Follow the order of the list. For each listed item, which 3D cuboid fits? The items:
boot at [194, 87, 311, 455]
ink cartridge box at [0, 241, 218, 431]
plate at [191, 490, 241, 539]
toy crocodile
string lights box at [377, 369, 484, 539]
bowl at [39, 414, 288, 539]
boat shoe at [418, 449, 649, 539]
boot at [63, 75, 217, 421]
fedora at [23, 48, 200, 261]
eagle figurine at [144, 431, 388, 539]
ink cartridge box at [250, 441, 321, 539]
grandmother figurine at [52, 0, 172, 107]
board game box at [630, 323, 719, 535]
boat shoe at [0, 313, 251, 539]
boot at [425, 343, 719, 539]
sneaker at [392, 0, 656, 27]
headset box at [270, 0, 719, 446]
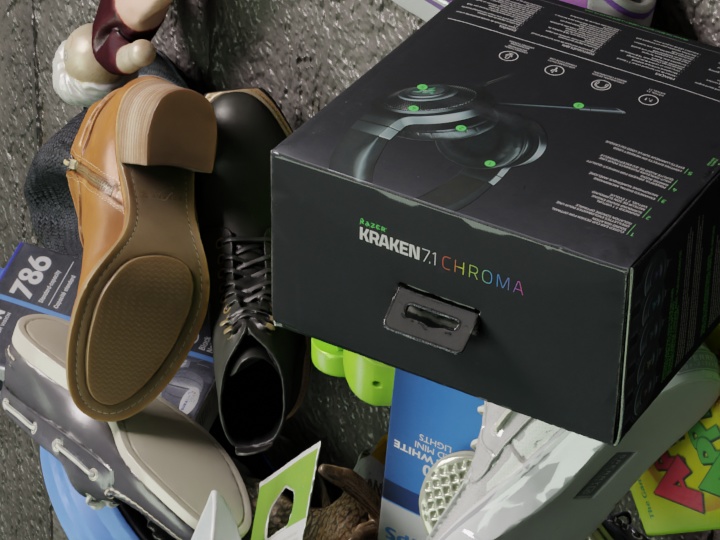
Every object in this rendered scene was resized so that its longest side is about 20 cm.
[{"bbox_3d":[-0.060,0.000,1.513,0.138,0.077,0.201,-81,-18,-81],"label":"boot"},{"bbox_3d":[-0.175,0.043,1.630,0.199,0.100,0.039,14,142,14],"label":"ink cartridge box"},{"bbox_3d":[-0.093,0.253,1.436,0.200,0.032,0.201,115,162,-52],"label":"plate"},{"bbox_3d":[0.000,0.000,1.458,0.200,0.061,0.068,-101,11,-57],"label":"toy crocodile"},{"bbox_3d":[0.064,0.050,1.366,0.059,0.103,0.201,22,131,20],"label":"string lights box"},{"bbox_3d":[-0.114,0.147,1.667,0.039,0.200,0.201,-39,71,26],"label":"bowl"},{"bbox_3d":[0.117,0.157,1.326,0.200,0.062,0.075,31,99,3],"label":"boat shoe"},{"bbox_3d":[-0.146,-0.016,1.545,0.155,0.076,0.201,-174,92,-67],"label":"boot"},{"bbox_3d":[-0.157,-0.050,1.698,0.200,0.091,0.201,37,137,44],"label":"fedora"},{"bbox_3d":[-0.019,0.163,1.576,0.200,0.151,0.152,-12,108,50],"label":"eagle figurine"},{"bbox_3d":[-0.021,0.205,1.401,0.148,0.075,0.201,137,143,-71],"label":"ink cartridge box"},{"bbox_3d":[-0.134,-0.167,1.588,0.060,0.122,0.200,29,138,-11],"label":"grandmother figurine"},{"bbox_3d":[0.189,0.064,1.229,0.200,0.047,0.102,-17,93,61],"label":"board game box"},{"bbox_3d":[-0.139,0.106,1.530,0.200,0.073,0.063,41,117,29],"label":"boat shoe"},{"bbox_3d":[0.084,0.071,1.259,0.200,0.073,0.096,-46,56,29],"label":"boot"},{"bbox_3d":[0.068,-0.165,1.274,0.200,0.073,0.115,42,139,22],"label":"sneaker"},{"bbox_3d":[0.077,-0.029,1.151,0.174,0.200,0.093,19,128,24],"label":"headset box"}]
